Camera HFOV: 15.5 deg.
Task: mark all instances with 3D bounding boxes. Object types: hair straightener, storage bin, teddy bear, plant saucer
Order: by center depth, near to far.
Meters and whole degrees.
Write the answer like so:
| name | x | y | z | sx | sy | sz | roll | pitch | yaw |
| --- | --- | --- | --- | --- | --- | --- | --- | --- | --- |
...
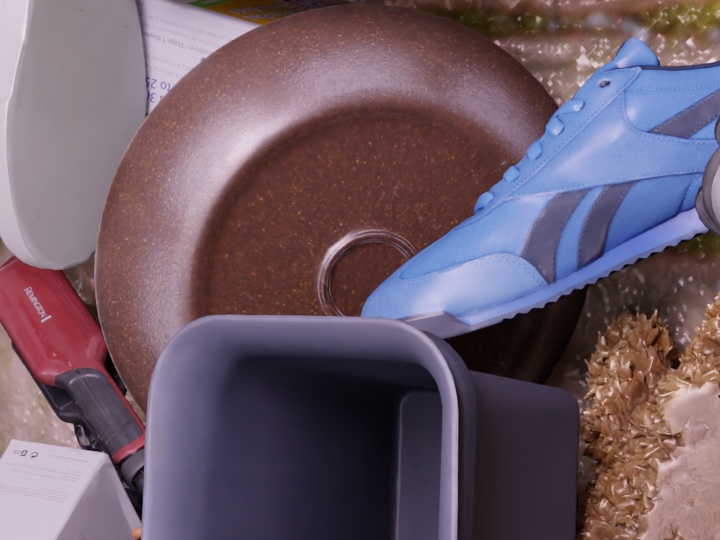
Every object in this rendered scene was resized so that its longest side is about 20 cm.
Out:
| name | x | y | z | sx | sy | sz | roll | pitch | yaw |
| --- | --- | --- | --- | --- | --- | --- | --- | --- | --- |
| storage bin | 0.003 | 0.119 | 0.938 | 0.145 | 0.134 | 0.200 | 0 | 87 | 32 |
| teddy bear | 0.140 | 0.072 | 0.999 | 0.145 | 0.067 | 0.200 | 23 | 92 | 13 |
| plant saucer | 0.000 | 0.000 | 1.010 | 0.200 | 0.037 | 0.201 | -4 | 108 | -14 |
| hair straightener | -0.096 | 0.066 | 1.098 | 0.200 | 0.041 | 0.077 | 41 | 160 | 48 |

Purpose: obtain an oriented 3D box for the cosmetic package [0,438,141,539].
| name | x | y | z | sx | sy | sz | roll | pitch | yaw |
| --- | --- | --- | --- | --- | --- | --- | --- | --- | --- |
| cosmetic package | -0.109 | 0.165 | 1.080 | 0.051 | 0.083 | 0.200 | 6 | 138 | 26 |

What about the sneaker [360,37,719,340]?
| name | x | y | z | sx | sy | sz | roll | pitch | yaw |
| --- | --- | --- | --- | --- | --- | --- | --- | --- | --- |
| sneaker | 0.082 | -0.034 | 0.976 | 0.200 | 0.066 | 0.079 | -26 | 92 | -7 |

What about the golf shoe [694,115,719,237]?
| name | x | y | z | sx | sy | sz | roll | pitch | yaw |
| --- | --- | --- | --- | --- | --- | --- | --- | --- | --- |
| golf shoe | 0.218 | -0.014 | 0.905 | 0.200 | 0.095 | 0.078 | 1 | 107 | -1 |

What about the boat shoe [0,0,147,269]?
| name | x | y | z | sx | sy | sz | roll | pitch | yaw |
| --- | --- | --- | --- | --- | --- | --- | --- | --- | --- |
| boat shoe | -0.131 | -0.102 | 1.008 | 0.071 | 0.070 | 0.201 | 5 | 100 | 44 |

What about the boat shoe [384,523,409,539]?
| name | x | y | z | sx | sy | sz | roll | pitch | yaw |
| --- | --- | --- | --- | --- | --- | --- | --- | --- | --- |
| boat shoe | -0.031 | 0.162 | 1.081 | 0.069 | 0.071 | 0.200 | 15 | 123 | -13 |

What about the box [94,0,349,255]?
| name | x | y | z | sx | sy | sz | roll | pitch | yaw |
| --- | --- | --- | --- | --- | --- | --- | --- | --- | --- |
| box | -0.104 | -0.073 | 1.087 | 0.200 | 0.101 | 0.113 | 17 | 106 | 24 |
